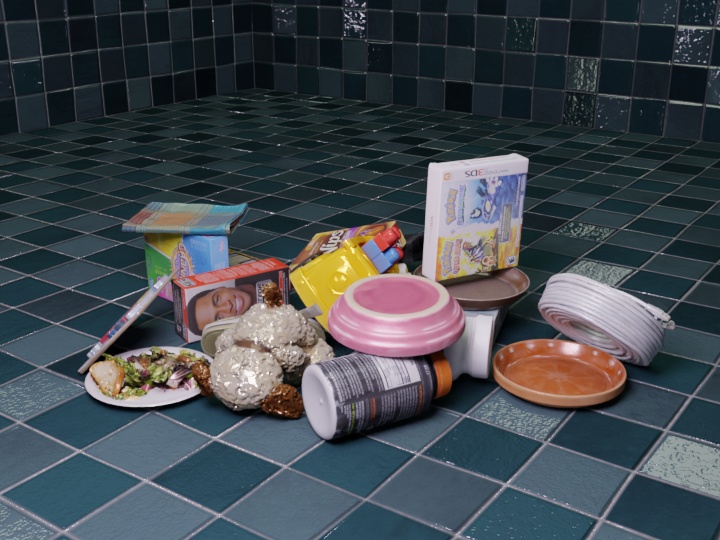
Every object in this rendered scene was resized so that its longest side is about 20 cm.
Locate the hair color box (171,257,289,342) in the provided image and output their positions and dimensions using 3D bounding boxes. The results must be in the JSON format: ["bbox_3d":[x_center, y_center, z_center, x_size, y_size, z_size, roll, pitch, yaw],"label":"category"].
[{"bbox_3d":[-0.222,0.049,1.568,0.200,0.102,0.061,-14,24,-31],"label":"hair color box"}]

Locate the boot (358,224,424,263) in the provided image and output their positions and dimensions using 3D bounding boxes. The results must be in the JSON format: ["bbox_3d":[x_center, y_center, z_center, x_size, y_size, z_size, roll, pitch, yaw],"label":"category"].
[{"bbox_3d":[0.063,-0.057,1.833,0.200,0.066,0.165,-10,22,38],"label":"boot"}]

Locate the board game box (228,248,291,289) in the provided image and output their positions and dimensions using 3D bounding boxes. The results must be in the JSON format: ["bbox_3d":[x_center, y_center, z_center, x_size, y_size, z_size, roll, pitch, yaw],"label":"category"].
[{"bbox_3d":[-0.257,0.012,1.746,0.200,0.046,0.151,18,26,40],"label":"board game box"}]

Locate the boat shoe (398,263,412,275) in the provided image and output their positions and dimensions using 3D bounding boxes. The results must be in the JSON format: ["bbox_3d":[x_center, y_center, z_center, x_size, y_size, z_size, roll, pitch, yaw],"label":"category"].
[{"bbox_3d":[0.059,0.034,1.666,0.069,0.071,0.200,-2,11,-4],"label":"boat shoe"}]

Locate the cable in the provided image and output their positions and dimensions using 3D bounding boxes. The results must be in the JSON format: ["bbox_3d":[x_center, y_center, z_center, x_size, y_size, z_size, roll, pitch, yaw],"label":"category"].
[{"bbox_3d":[0.375,0.079,1.409,0.200,0.069,0.200,28,-11,14],"label":"cable"}]

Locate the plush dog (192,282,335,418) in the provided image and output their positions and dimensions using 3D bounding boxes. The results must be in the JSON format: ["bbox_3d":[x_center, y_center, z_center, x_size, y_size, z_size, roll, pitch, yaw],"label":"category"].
[{"bbox_3d":[-0.146,0.129,1.304,0.199,0.161,0.172,12,46,14],"label":"plush dog"}]

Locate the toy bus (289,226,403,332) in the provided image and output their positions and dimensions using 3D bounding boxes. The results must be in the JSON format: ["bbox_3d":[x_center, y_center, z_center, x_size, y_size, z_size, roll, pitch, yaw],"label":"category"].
[{"bbox_3d":[0.000,0.000,1.508,0.192,0.136,0.200,-39,-5,13],"label":"toy bus"}]

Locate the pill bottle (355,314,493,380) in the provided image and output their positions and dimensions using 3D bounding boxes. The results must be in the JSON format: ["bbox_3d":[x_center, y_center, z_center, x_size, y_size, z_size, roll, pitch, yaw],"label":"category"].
[{"bbox_3d":[0.099,0.109,1.384,0.199,0.116,0.116,5,21,11],"label":"pill bottle"}]

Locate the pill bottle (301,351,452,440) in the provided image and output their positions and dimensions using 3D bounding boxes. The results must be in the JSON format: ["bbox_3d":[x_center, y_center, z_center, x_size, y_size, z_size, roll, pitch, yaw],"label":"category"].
[{"bbox_3d":[0.028,0.162,1.256,0.200,0.107,0.106,-10,22,-27],"label":"pill bottle"}]

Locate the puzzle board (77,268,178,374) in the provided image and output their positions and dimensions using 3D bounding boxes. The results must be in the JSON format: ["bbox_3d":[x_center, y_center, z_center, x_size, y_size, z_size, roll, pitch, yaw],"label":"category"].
[{"bbox_3d":[-0.377,0.076,1.469,0.017,0.151,0.200,44,19,-10],"label":"puzzle board"}]

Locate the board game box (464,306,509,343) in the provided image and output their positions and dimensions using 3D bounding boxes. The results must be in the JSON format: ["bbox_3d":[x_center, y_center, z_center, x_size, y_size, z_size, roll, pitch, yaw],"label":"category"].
[{"bbox_3d":[0.177,0.067,1.578,0.147,0.064,0.200,7,23,16],"label":"board game box"}]

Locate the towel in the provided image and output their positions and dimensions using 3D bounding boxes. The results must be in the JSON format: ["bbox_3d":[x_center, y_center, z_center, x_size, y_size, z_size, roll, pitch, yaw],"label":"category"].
[{"bbox_3d":[-0.313,-0.096,1.638,0.199,0.022,0.147,2,21,8],"label":"towel"}]

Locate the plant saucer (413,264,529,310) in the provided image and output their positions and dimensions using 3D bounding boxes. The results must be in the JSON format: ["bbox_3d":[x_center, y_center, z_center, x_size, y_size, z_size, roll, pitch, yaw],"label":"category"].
[{"bbox_3d":[0.190,0.025,1.557,0.200,0.032,0.200,0,20,0],"label":"plant saucer"}]

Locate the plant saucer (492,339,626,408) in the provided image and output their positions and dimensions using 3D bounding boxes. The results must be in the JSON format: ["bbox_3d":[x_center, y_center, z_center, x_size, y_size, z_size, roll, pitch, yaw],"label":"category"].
[{"bbox_3d":[0.300,0.158,1.374,0.200,0.032,0.200,1,20,0],"label":"plant saucer"}]

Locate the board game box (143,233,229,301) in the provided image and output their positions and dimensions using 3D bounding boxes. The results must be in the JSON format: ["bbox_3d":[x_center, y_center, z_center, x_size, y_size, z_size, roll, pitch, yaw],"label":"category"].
[{"bbox_3d":[-0.319,-0.011,1.656,0.200,0.153,0.040,16,27,39],"label":"board game box"}]

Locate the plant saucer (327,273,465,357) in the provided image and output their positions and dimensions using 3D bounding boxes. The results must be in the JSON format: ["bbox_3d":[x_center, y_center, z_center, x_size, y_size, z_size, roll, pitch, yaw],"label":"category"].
[{"bbox_3d":[0.052,0.056,1.299,0.200,0.051,0.201,-1,25,0],"label":"plant saucer"}]

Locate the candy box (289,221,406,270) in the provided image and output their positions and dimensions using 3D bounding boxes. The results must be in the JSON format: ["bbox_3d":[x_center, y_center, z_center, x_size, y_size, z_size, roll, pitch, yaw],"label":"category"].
[{"bbox_3d":[-0.026,-0.030,1.729,0.200,0.057,0.117,-9,31,37],"label":"candy box"}]

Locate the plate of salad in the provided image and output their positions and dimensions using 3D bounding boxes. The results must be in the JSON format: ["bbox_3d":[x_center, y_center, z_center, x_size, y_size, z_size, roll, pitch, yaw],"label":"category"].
[{"bbox_3d":[-0.316,0.150,1.369,0.199,0.048,0.200,0,19,0],"label":"plate of salad"}]

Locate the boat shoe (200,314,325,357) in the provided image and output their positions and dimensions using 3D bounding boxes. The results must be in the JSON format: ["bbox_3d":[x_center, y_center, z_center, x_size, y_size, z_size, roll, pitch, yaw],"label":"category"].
[{"bbox_3d":[-0.158,0.098,1.473,0.199,0.075,0.068,0,21,-5],"label":"boat shoe"}]

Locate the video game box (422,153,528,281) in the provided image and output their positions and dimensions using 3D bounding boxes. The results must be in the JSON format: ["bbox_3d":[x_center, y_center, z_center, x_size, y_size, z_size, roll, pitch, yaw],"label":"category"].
[{"bbox_3d":[0.196,-0.092,1.543,0.182,0.201,0.047,-9,25,-25],"label":"video game box"}]
